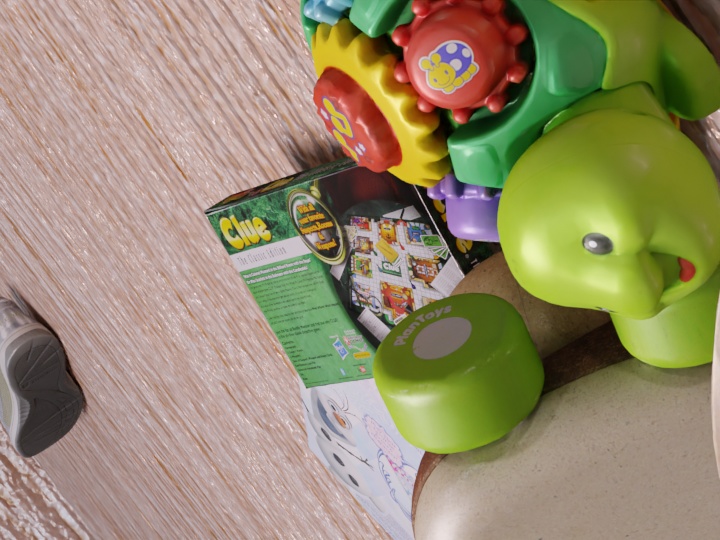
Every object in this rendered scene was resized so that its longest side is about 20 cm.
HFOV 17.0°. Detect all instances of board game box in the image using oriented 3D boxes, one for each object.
[{"bbox_3d":[0.044,0.107,1.265,0.200,0.043,0.199,45,163,23],"label":"board game box"},{"bbox_3d":[0.000,0.000,1.108,0.105,0.023,0.200,59,153,-10],"label":"board game box"}]

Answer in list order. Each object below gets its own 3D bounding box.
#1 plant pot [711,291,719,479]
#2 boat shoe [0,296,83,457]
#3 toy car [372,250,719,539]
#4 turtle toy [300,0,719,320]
[{"bbox_3d":[0.194,0.004,0.412,0.200,0.187,0.188,24,152,30],"label":"plant pot"},{"bbox_3d":[-0.302,0.099,2.179,0.065,0.074,0.202,50,162,27],"label":"boat shoe"},{"bbox_3d":[0.088,0.034,0.893,0.200,0.157,0.165,-99,-14,-59],"label":"toy car"},{"bbox_3d":[0.047,-0.062,0.768,0.200,0.101,0.146,41,161,34],"label":"turtle toy"}]
